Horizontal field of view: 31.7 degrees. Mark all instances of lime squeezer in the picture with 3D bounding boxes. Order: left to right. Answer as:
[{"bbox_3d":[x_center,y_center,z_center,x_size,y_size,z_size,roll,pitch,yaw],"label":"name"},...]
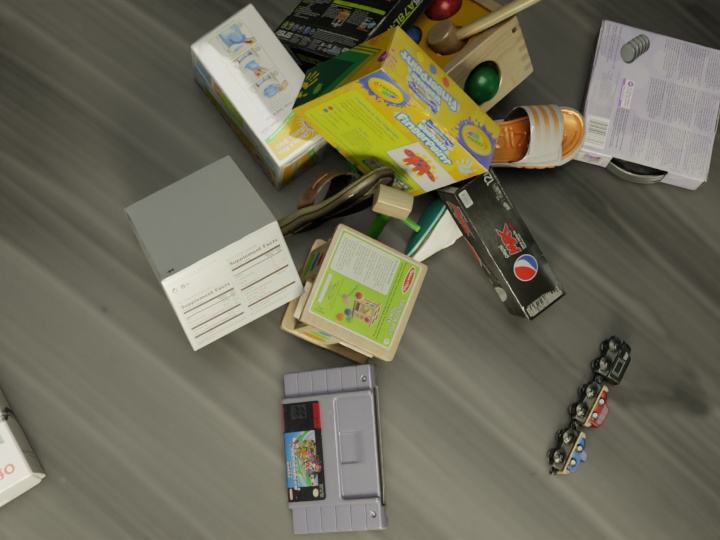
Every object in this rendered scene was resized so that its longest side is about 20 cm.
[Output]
[{"bbox_3d":[0.020,-0.132,1.684,0.069,0.038,0.203,-8,65,-18],"label":"lime squeezer"}]

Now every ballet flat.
[{"bbox_3d":[0.127,-0.088,1.675,0.069,0.069,0.202,26,77,2],"label":"ballet flat"}]

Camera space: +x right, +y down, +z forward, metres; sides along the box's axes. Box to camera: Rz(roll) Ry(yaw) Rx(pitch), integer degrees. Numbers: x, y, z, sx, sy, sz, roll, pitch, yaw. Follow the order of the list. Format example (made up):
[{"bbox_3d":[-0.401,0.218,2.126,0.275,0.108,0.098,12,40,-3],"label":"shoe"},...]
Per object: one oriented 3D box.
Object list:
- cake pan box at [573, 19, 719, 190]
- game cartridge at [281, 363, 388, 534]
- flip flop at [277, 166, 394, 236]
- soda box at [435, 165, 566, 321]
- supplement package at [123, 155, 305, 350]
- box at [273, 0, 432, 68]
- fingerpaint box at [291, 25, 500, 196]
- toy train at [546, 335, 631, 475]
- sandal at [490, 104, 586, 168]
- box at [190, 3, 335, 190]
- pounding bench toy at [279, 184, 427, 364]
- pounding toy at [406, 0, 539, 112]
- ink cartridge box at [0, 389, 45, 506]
[{"bbox_3d":[0.392,-0.221,1.720,0.181,0.052,0.203,12,78,2],"label":"cake pan box"},{"bbox_3d":[-0.034,0.223,1.584,0.128,0.038,0.204,-8,81,19],"label":"game cartridge"},{"bbox_3d":[-0.045,-0.093,1.615,0.198,0.081,0.058,-22,81,36],"label":"flip flop"},{"bbox_3d":[0.180,-0.037,1.625,0.063,0.071,0.202,-35,106,-10],"label":"soda box"},{"bbox_3d":[-0.182,-0.027,1.561,0.154,0.200,0.112,-28,126,-8],"label":"supplement package"},{"bbox_3d":[-0.003,-0.344,1.662,0.194,0.199,0.048,-49,128,-13],"label":"box"},{"bbox_3d":[0.045,-0.187,1.556,0.199,0.166,0.074,39,55,-29],"label":"fingerpaint box"},{"bbox_3d":[0.298,0.179,1.642,0.045,0.034,0.202,31,77,-9],"label":"toy train"},{"bbox_3d":[0.204,-0.172,1.644,0.203,0.059,0.080,-10,77,-12],"label":"sandal"},{"bbox_3d":[-0.124,-0.223,1.658,0.101,0.113,0.201,-36,83,-11],"label":"box"},{"bbox_3d":[0.000,0.000,1.592,0.123,0.156,0.203,24,79,-11],"label":"pounding bench toy"},{"bbox_3d":[0.127,-0.290,1.628,0.184,0.143,0.200,-40,48,-10],"label":"pounding toy"},{"bbox_3d":[-0.502,0.203,1.563,0.144,0.084,0.202,-30,81,-9],"label":"ink cartridge box"}]
